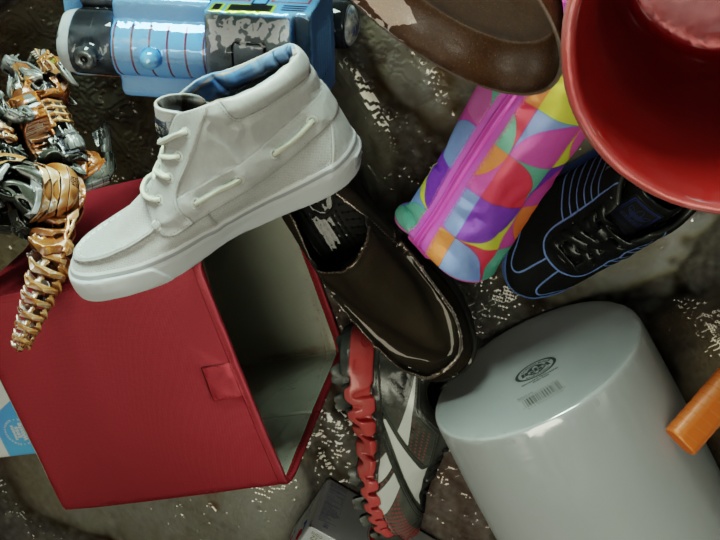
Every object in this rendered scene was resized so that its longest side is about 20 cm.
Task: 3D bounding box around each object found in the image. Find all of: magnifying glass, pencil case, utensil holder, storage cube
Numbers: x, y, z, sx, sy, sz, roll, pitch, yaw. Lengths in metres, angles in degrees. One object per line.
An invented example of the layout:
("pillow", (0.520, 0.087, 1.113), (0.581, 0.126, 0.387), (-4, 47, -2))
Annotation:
("magnifying glass", (0.271, 0.036, 0.862), (0.080, 0.022, 0.200), (44, 82, -14))
("pencil case", (0.097, -0.087, 0.862), (0.088, 0.089, 0.201), (27, 122, -2))
("utensil holder", (0.164, 0.147, 0.933), (0.169, 0.170, 0.201), (-22, 109, 24))
("storage cube", (-0.135, 0.044, 0.943), (0.178, 0.171, 0.201), (-9, 116, 19))

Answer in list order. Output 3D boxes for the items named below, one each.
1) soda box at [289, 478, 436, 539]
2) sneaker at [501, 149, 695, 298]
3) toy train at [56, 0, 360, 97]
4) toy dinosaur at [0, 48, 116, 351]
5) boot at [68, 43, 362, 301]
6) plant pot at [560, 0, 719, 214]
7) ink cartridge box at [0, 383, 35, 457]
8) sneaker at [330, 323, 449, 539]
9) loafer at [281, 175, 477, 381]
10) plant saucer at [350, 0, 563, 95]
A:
("soda box", (0.037, 0.256, 1.084), (0.199, 0.064, 0.068), (31, 122, -4))
("sneaker", (0.163, -0.040, 0.875), (0.070, 0.078, 0.200), (39, 120, -10))
("toy train", (-0.103, -0.154, 0.855), (0.198, 0.114, 0.087), (6, 120, 10))
("toy dinosaur", (-0.220, -0.053, 0.844), (0.134, 0.201, 0.103), (-1, 134, -17))
("boot", (-0.104, -0.063, 0.795), (0.199, 0.074, 0.096), (-27, 125, 5))
("plant pot", (0.210, -0.157, 0.734), (0.198, 0.178, 0.202), (4, 120, 7))
("ink cartridge box", (-0.343, 0.093, 1.084), (0.198, 0.067, 0.117), (-9, 117, 18))
("sneaker", (0.038, 0.128, 1.005), (0.097, 0.071, 0.202), (-4, 122, 8))
("loafer", (0.000, 0.000, 0.906), (0.073, 0.071, 0.200), (-41, 91, 19))
("plant saucer", (0.038, -0.176, 0.748), (0.200, 0.200, 0.035), (38, 80, -9))
